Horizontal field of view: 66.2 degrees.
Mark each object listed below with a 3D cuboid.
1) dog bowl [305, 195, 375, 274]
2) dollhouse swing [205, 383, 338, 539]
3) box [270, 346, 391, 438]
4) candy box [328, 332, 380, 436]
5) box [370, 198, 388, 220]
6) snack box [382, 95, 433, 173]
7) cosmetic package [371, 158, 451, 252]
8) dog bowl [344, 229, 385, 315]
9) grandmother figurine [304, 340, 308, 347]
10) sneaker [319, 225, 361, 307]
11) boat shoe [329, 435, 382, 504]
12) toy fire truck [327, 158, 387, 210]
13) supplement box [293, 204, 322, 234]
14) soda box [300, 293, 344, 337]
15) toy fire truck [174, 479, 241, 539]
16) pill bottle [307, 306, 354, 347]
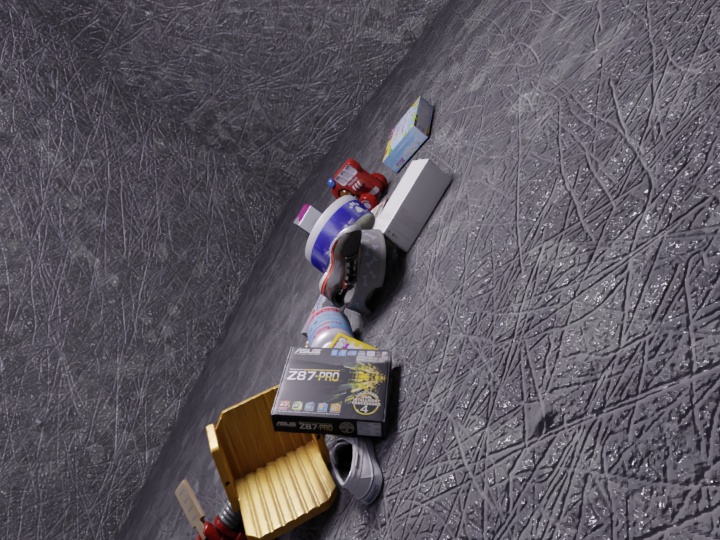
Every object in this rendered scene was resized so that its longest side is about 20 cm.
[{"bbox_3d":[-0.050,-0.084,1.411,0.201,0.078,0.202,-47,-18,-20],"label":"dog bowl"},{"bbox_3d":[-0.155,0.329,0.974,0.194,0.188,0.175,-22,6,-14],"label":"dollhouse swing"},{"bbox_3d":[-0.044,0.209,0.967,0.163,0.192,0.051,-77,-14,-55],"label":"box"},{"bbox_3d":[-0.044,0.207,1.037,0.201,0.099,0.027,-54,-22,-43],"label":"candy box"},{"bbox_3d":[0.027,-0.100,1.578,0.109,0.034,0.204,-31,31,58],"label":"box"},{"bbox_3d":[0.154,-0.438,1.771,0.168,0.067,0.204,-44,22,40],"label":"snack box"},{"bbox_3d":[0.120,-0.158,1.325,0.203,0.084,0.107,-57,17,0],"label":"cosmetic package"},{"bbox_3d":[0.000,0.000,1.298,0.199,0.057,0.208,-172,89,-73],"label":"dog bowl"},{"bbox_3d":[-0.118,0.222,1.381,0.204,0.059,0.121,-58,17,7],"label":"grandmother figurine"},{"bbox_3d":[-0.027,-0.004,1.215,0.082,0.075,0.204,48,135,33],"label":"sneaker"},{"bbox_3d":[-0.018,0.302,0.912,0.075,0.064,0.200,-58,16,-3],"label":"boat shoe"},{"bbox_3d":[-0.018,-0.264,1.780,0.199,0.166,0.114,-31,28,56],"label":"toy fire truck"},{"bbox_3d":[-0.219,-0.217,2.411,0.103,0.102,0.200,-57,14,-2],"label":"supplement box"},{"bbox_3d":[-0.083,0.095,1.491,0.204,0.062,0.068,-63,17,-19],"label":"soda box"},{"bbox_3d":[-0.255,0.465,1.075,0.179,0.197,0.128,-57,17,-5],"label":"toy fire truck"},{"bbox_3d":[-0.062,0.165,1.220,0.110,0.107,0.200,-53,17,9],"label":"pill bottle"}]
